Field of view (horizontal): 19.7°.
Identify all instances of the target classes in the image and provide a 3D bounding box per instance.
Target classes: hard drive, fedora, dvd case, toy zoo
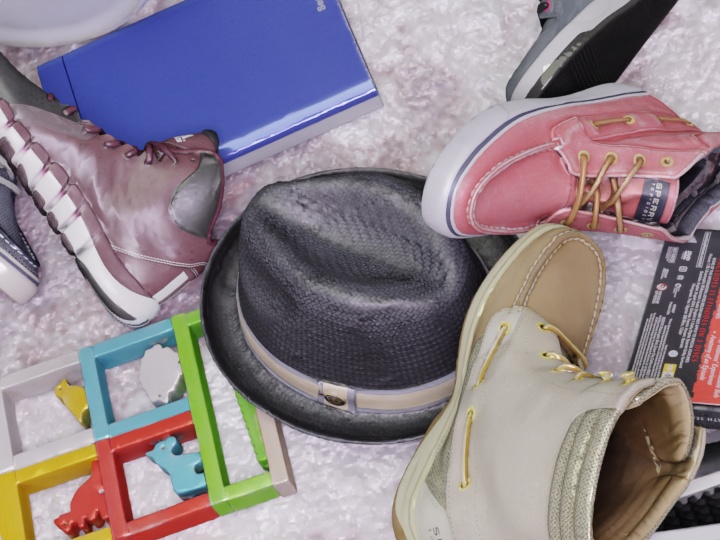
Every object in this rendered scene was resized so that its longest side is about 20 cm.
[{"bbox_3d":[-0.099,-0.118,1.326,0.200,0.025,0.132,-24,58,4],"label":"hard drive"},{"bbox_3d":[0.000,0.000,1.178,0.200,0.092,0.201,-3,59,6],"label":"fedora"},{"bbox_3d":[0.250,0.034,1.108,0.200,0.022,0.146,3,42,19],"label":"dvd case"},{"bbox_3d":[-0.146,0.102,1.221,0.200,0.020,0.131,-20,58,6],"label":"toy zoo"}]

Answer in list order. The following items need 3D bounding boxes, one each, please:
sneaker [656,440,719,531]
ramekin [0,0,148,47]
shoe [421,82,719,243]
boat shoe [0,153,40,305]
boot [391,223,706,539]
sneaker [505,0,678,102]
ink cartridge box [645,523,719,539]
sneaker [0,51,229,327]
[{"bbox_3d":[0.128,0.108,1.105,0.200,0.070,0.090,-21,61,7],"label":"sneaker"},{"bbox_3d":[-0.214,-0.227,1.322,0.200,0.200,0.105,-8,64,13],"label":"ramekin"},{"bbox_3d":[0.128,-0.052,1.143,0.091,0.072,0.200,28,32,34],"label":"shoe"},{"bbox_3d":[-0.241,-0.069,1.312,0.093,0.075,0.200,-43,59,-2],"label":"boat shoe"},{"bbox_3d":[0.109,0.058,1.030,0.155,0.072,0.200,-11,47,54],"label":"boot"},{"bbox_3d":[0.120,-0.181,1.258,0.121,0.084,0.200,31,67,24],"label":"sneaker"},{"bbox_3d":[0.195,0.234,0.970,0.087,0.145,0.200,-9,59,10],"label":"ink cartridge box"},{"bbox_3d":[-0.150,-0.074,1.260,0.115,0.076,0.200,-34,94,-8],"label":"sneaker"}]
